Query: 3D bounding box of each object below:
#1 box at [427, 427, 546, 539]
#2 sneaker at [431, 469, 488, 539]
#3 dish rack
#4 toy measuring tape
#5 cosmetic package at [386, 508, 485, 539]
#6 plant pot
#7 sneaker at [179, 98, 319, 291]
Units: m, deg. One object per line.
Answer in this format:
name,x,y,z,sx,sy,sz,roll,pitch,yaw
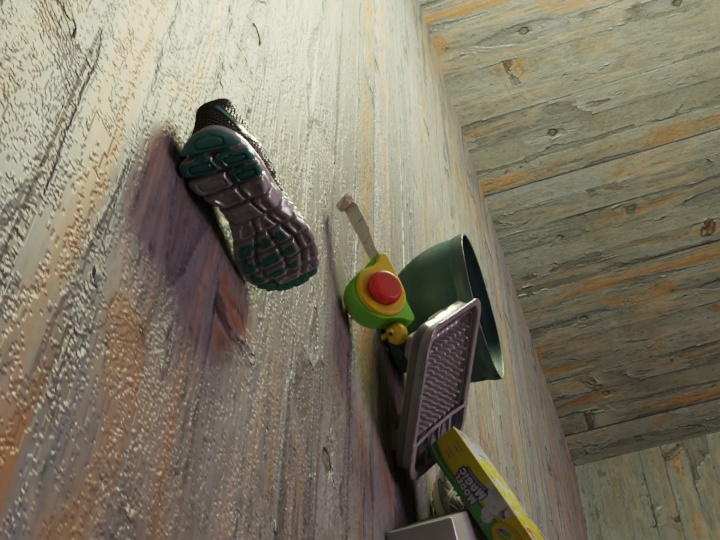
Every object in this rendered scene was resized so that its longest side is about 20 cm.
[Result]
box,0.165,0.287,1.463,0.200,0.048,0.117,53,6,26
sneaker,0.153,0.320,1.575,0.200,0.077,0.083,-116,-146,-47
dish rack,0.089,0.138,1.488,0.171,0.043,0.202,-26,128,-59
toy measuring tape,0.000,0.000,1.444,0.201,0.073,0.074,64,8,19
cosmetic package,0.098,0.338,1.406,0.200,0.081,0.114,36,39,-74
plant pot,0.103,0.064,1.647,0.200,0.133,0.202,-16,90,-79
sneaker,-0.090,-0.067,1.058,0.092,0.077,0.201,-99,169,-46
